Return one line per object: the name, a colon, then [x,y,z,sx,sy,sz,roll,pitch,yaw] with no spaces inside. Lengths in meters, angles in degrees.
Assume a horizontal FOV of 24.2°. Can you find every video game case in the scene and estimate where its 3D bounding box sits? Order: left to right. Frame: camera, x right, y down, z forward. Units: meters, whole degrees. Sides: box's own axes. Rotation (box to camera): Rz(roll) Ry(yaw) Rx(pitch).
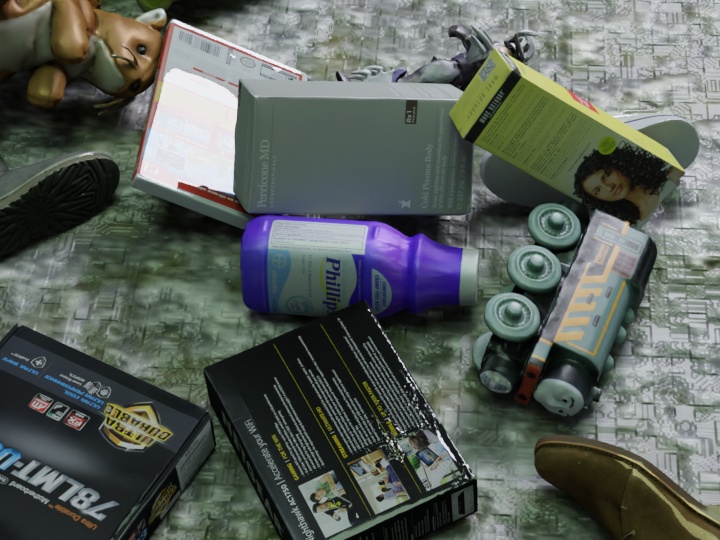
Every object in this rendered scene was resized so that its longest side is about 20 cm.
video game case: [-0.124,-0.130,1.524,0.142,0.017,0.201,21,49,-17]

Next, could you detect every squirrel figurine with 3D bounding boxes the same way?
squirrel figurine: [-0.277,-0.231,1.569,0.185,0.143,0.201,8,31,-22]

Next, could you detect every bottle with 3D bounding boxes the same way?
bottle: [0.000,0.000,1.408,0.198,0.084,0.066,4,39,5]

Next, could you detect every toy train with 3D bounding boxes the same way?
toy train: [0.168,0.029,1.381,0.113,0.086,0.201,23,53,8]

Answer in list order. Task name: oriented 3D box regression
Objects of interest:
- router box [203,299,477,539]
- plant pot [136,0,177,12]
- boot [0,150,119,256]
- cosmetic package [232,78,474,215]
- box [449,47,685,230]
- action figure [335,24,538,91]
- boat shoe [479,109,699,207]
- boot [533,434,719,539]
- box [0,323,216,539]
router box: [-0.018,0.131,1.315,0.148,0.051,0.201,-22,52,-13]
plant pot: [-0.134,-0.369,1.683,0.188,0.201,0.201,-12,48,-25]
boot: [-0.338,-0.106,1.533,0.181,0.073,0.200,-24,46,-20]
cosmetic package: [-0.007,-0.107,1.448,0.198,0.108,0.090,-3,17,-16]
box: [0.177,-0.108,1.425,0.199,0.076,0.050,25,23,-25]
action figure: [0.078,-0.180,1.541,0.199,0.130,0.070,-24,76,-11]
boat shoe: [0.201,-0.109,1.513,0.198,0.072,0.070,-13,22,-4]
boot: [0.206,0.190,1.249,0.199,0.074,0.076,28,66,21]
box: [-0.246,0.156,1.308,0.199,0.050,0.199,23,53,21]
